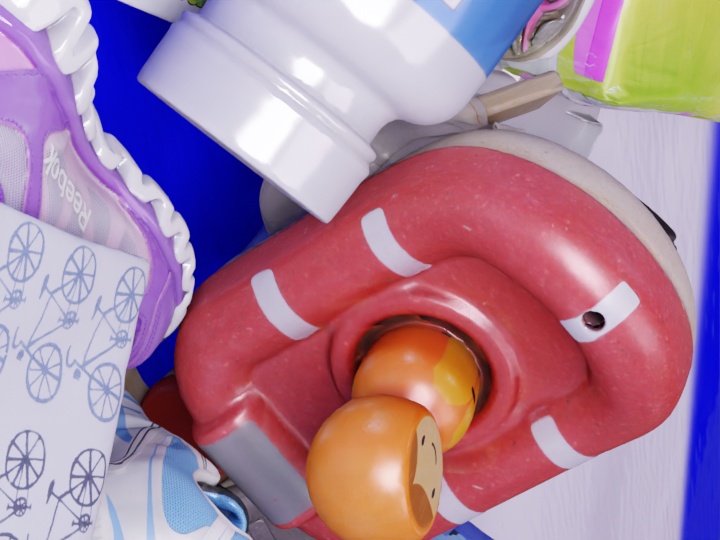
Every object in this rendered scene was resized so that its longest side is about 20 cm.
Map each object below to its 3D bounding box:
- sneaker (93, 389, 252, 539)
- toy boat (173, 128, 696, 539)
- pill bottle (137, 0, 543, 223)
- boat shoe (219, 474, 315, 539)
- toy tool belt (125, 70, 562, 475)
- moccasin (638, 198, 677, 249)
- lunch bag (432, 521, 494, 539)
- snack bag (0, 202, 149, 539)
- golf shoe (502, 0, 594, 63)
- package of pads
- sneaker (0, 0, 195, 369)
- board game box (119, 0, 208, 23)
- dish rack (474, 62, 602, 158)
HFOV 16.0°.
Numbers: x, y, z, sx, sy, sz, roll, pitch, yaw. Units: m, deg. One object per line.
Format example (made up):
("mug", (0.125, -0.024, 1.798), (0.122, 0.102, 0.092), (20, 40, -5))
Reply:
("sneaker", (-0.083, 0.088, 0.955), (0.072, 0.200, 0.072), (11, 100, -14))
("toy boat", (0.019, 0.044, 0.885), (0.199, 0.131, 0.131), (-30, -158, 33))
("pill bottle", (0.015, -0.120, 0.860), (0.201, 0.112, 0.112), (-53, 152, 0))
("boat shoe", (-0.073, 0.107, 1.086), (0.199, 0.072, 0.076), (-25, 130, -8))
("toy tool belt", (0.000, 0.000, 1.029), (0.200, 0.125, 0.123), (-44, 180, 38))
("moccasin", (0.090, 0.006, 1.116), (0.078, 0.073, 0.201), (-56, 179, 20))
("lunch bag", (0.011, 0.197, 1.331), (0.151, 0.094, 0.200), (-52, 165, -7))
("snack bag", (-0.140, 0.064, 0.750), (0.200, 0.021, 0.190), (26, 74, -56))
("golf shoe", (0.083, -0.169, 0.961), (0.092, 0.072, 0.202), (32, 66, -60))
("package of pads", (0.149, -0.144, 1.138), (0.199, 0.068, 0.156), (-3, 109, -56))
("sneaker", (-0.119, -0.020, 0.852), (0.201, 0.080, 0.089), (70, 39, -52))
("board game box", (-0.019, -0.140, 0.942), (0.127, 0.035, 0.200), (-59, 152, 9))
("dish rack", (0.036, -0.016, 1.159), (0.171, 0.043, 0.201), (4, 116, -58))
